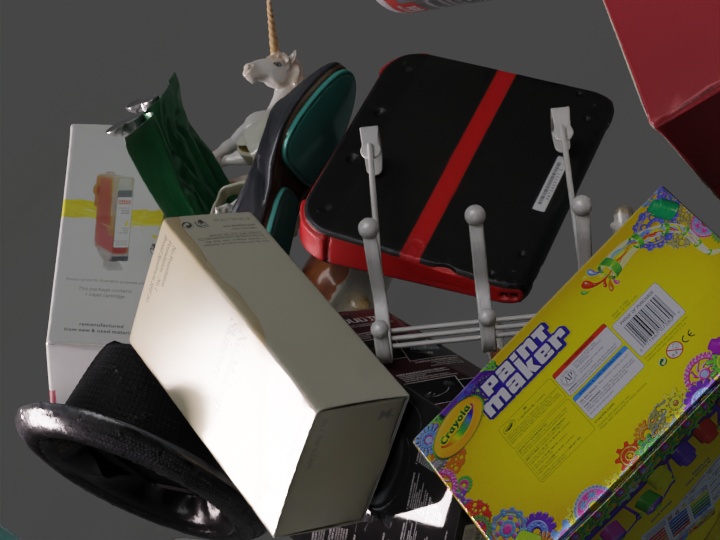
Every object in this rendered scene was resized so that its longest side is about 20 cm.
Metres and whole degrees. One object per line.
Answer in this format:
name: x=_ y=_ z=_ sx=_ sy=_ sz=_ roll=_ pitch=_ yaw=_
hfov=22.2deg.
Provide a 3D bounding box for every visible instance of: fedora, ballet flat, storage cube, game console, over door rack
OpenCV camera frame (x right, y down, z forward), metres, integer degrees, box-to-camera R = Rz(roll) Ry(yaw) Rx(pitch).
fedora: x=-0.137 y=0.111 z=1.266 sx=0.199 sy=0.200 sz=0.092 roll=4 pitch=63 yaw=40
ballet flat: x=-0.066 y=-0.066 z=1.309 sx=0.072 sy=0.073 sz=0.202 roll=2 pitch=63 yaw=39
storage cube: x=0.268 y=-0.154 z=1.138 sx=0.179 sy=0.171 sz=0.201 roll=-32 pitch=48 yaw=20
game console: x=0.065 y=-0.068 z=1.273 sx=0.175 sy=0.031 sz=0.201 roll=16 pitch=52 yaw=18
over door rack: x=0.072 y=-0.035 z=1.172 sx=0.146 sy=0.067 sz=0.201 roll=-5 pitch=46 yaw=2

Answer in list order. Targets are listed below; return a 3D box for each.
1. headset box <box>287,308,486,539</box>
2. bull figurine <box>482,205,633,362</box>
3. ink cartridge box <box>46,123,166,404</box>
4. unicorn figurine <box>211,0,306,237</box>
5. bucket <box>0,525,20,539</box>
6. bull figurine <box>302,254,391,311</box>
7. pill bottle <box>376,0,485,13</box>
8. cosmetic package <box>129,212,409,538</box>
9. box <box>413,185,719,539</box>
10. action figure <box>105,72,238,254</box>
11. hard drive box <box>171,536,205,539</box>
headset box: x=0.022 y=0.124 z=1.174 sx=0.199 sy=0.077 sz=0.151 roll=30 pitch=116 yaw=46
bull figurine: x=0.170 y=0.037 z=1.168 sx=0.199 sy=0.065 sz=0.122 roll=-39 pitch=42 yaw=9
ink cartridge box: x=-0.189 y=0.010 z=1.402 sx=0.082 sy=0.146 sz=0.202 roll=3 pitch=56 yaw=-4
unicorn figurine: x=-0.070 y=-0.099 z=1.439 sx=0.137 sy=0.074 sz=0.200 roll=-31 pitch=61 yaw=-21
bucket: x=-0.353 y=0.251 z=1.392 sx=0.205 sy=0.135 sz=0.209 roll=-19 pitch=53 yaw=27
bull figurine: x=0.000 y=0.000 z=1.310 sx=0.121 sy=0.065 sz=0.201 roll=14 pitch=71 yaw=52
pill bottle: x=0.100 y=-0.263 z=1.380 sx=0.198 sy=0.116 sz=0.117 roll=-3 pitch=61 yaw=37
cosmetic package: x=-0.062 y=0.061 z=1.154 sx=0.200 sy=0.072 sz=0.104 roll=47 pitch=130 yaw=41
box: x=0.173 y=0.099 z=1.032 sx=0.200 sy=0.192 sz=0.122 roll=-45 pitch=45 yaw=4
action figure: x=-0.116 y=-0.032 z=1.341 sx=0.054 sy=0.201 sz=0.118 roll=-17 pitch=22 yaw=26
hard drive box: x=-0.053 y=0.256 z=1.136 sx=0.198 sy=0.077 sz=0.158 roll=-1 pitch=103 yaw=37
